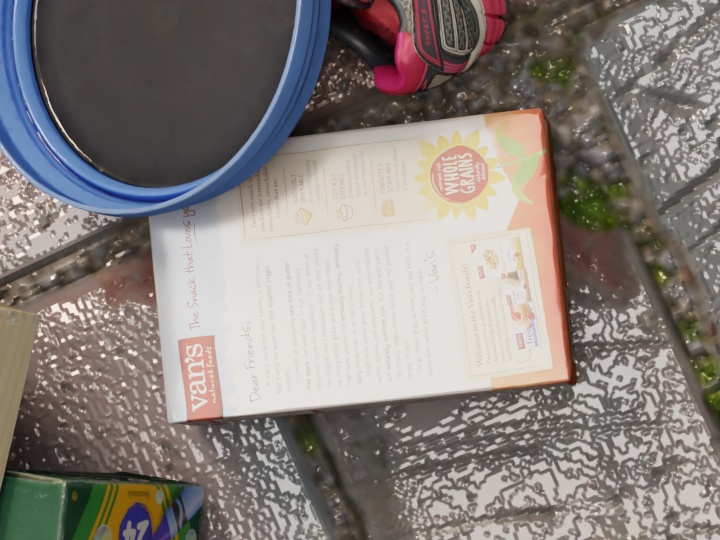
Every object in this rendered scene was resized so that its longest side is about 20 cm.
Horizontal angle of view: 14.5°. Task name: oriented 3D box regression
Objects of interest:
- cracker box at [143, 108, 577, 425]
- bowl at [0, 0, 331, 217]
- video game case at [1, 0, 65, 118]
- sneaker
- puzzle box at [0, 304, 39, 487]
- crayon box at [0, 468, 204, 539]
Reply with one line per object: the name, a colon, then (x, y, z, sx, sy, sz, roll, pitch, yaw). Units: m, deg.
cracker box: (0.000, 0.000, 1.386, 0.199, 0.058, 0.134, -6, 85, 7)
bowl: (-0.101, -0.125, 1.357, 0.200, 0.039, 0.201, -2, 85, 31)
video game case: (-0.182, -0.181, 1.437, 0.182, 0.024, 0.201, 10, 88, 8)
sneaker: (-0.017, -0.171, 1.372, 0.200, 0.081, 0.075, 44, 52, 9)
puzzle box: (-0.233, 0.070, 1.369, 0.200, 0.025, 0.133, 10, 88, 49)
crayon box: (-0.138, 0.198, 1.357, 0.051, 0.126, 0.201, 7, 89, 28)
